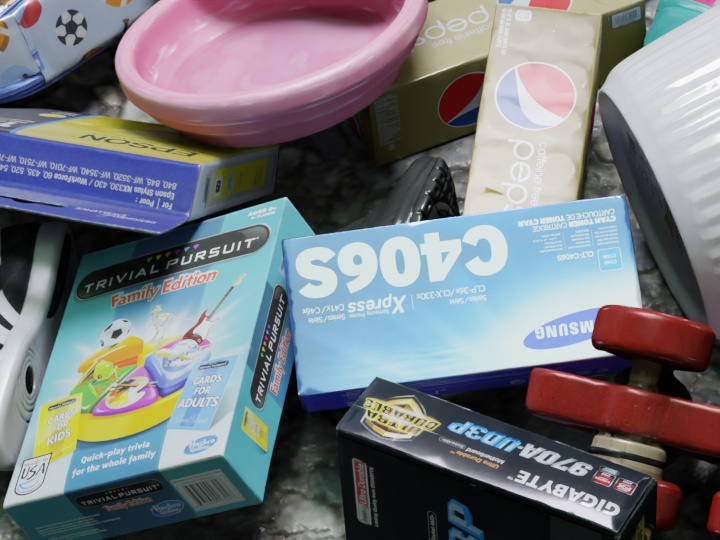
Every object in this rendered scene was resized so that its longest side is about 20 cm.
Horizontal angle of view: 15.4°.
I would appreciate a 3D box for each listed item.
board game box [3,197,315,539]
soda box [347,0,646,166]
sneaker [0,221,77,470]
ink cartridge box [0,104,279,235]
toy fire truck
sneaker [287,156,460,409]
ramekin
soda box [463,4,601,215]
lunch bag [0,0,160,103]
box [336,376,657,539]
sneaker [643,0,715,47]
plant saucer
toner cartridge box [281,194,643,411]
[{"bbox_3d":[-0.113,0.059,1.547,0.151,0.047,0.200,-15,41,26],"label":"board game box"},{"bbox_3d":[0.085,-0.142,1.739,0.199,0.064,0.068,-20,47,-12],"label":"soda box"},{"bbox_3d":[-0.241,0.049,1.602,0.111,0.073,0.200,-3,38,10],"label":"sneaker"},{"bbox_3d":[-0.174,-0.068,1.642,0.197,0.047,0.200,10,8,15],"label":"ink cartridge box"},{"bbox_3d":[0.195,0.093,1.444,0.199,0.168,0.113,11,83,16],"label":"toy fire truck"},{"bbox_3d":[0.000,0.000,1.612,0.090,0.076,0.200,7,45,24],"label":"sneaker"},{"bbox_3d":[0.217,-0.053,1.551,0.105,0.200,0.200,-24,47,-1],"label":"ramekin"},{"bbox_3d":[0.103,-0.061,1.617,0.067,0.064,0.201,6,62,7],"label":"soda box"},{"bbox_3d":[-0.214,-0.190,1.798,0.200,0.076,0.160,-36,27,-26],"label":"lunch bag"},{"bbox_3d":[0.071,0.161,1.356,0.159,0.200,0.046,20,47,24],"label":"box"},{"bbox_3d":[0.284,-0.168,1.729,0.199,0.084,0.121,0,56,9],"label":"sneaker"},{"bbox_3d":[-0.052,-0.137,1.663,0.200,0.051,0.201,-12,32,7],"label":"plant saucer"},{"bbox_3d":[0.059,0.019,1.511,0.199,0.043,0.095,-8,74,2],"label":"toner cartridge box"}]
